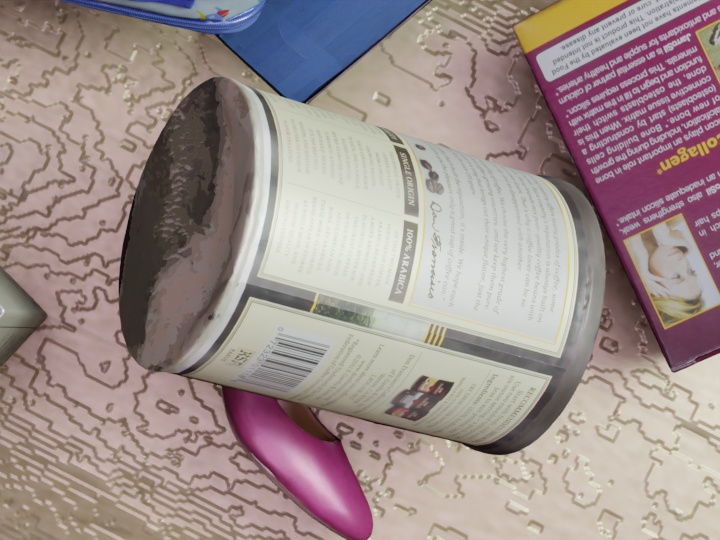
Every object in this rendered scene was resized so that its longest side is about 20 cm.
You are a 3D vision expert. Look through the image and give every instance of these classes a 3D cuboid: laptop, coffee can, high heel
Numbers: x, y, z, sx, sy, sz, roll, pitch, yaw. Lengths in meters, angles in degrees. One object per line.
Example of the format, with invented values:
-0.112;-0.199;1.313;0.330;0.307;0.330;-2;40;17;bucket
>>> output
-0.026;-0.212;1.190;0.187;0.116;0.200;-40;89;-4;laptop
0.000;0.000;1.129;0.199;0.146;0.147;16;86;-28;coffee can
-0.035;0.044;1.199;0.096;0.067;0.200;-39;86;7;high heel

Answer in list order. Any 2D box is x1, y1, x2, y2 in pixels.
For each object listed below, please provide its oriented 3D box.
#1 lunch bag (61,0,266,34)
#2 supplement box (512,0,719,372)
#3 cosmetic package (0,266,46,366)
-0.128;-0.207;1.131;0.199;0.083;0.162;10;66;-10;lunch bag
0.186;-0.068;1.177;0.130;0.103;0.201;-25;88;21;supplement box
-0.223;0.033;1.129;0.073;0.200;0.104;44;86;0;cosmetic package
